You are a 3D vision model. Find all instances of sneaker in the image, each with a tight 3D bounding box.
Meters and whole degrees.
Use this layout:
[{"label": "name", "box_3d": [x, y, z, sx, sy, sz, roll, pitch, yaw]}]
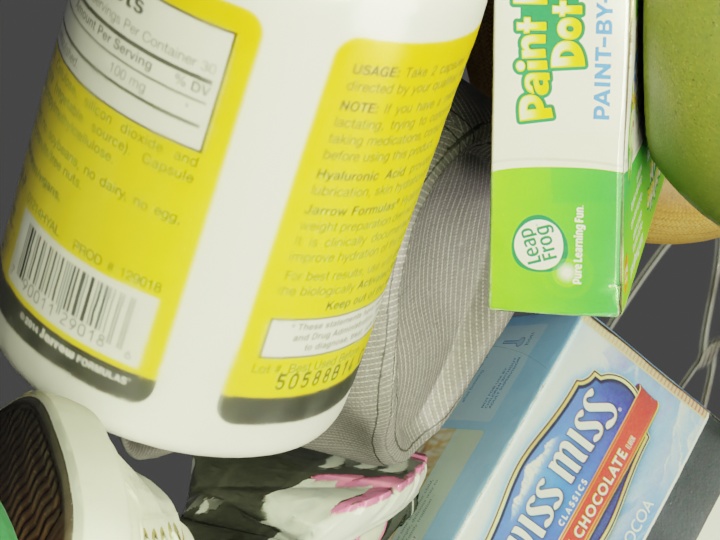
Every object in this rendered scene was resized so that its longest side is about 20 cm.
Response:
[{"label": "sneaker", "box_3d": [-0.040, 0.118, 0.827, 0.200, 0.080, 0.087, -30, 133, -60]}, {"label": "sneaker", "box_3d": [-0.070, 0.077, 0.609, 0.073, 0.084, 0.200, -64, -164, -2]}]

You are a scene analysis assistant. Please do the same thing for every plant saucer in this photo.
[{"label": "plant saucer", "box_3d": [0.105, -0.110, 0.680, 0.200, 0.031, 0.201, 2, 90, -79]}]

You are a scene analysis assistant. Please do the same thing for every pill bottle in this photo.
[{"label": "pill bottle", "box_3d": [-0.028, -0.058, 0.624, 0.111, 0.111, 0.200, -23, 139, -55]}]

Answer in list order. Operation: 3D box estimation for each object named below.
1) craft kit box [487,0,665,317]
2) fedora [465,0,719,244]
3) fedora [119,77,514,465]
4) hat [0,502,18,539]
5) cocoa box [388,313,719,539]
[{"label": "craft kit box", "box_3d": [0.075, -0.107, 0.710, 0.200, 0.048, 0.198, -53, 141, -71]}, {"label": "fedora", "box_3d": [0.119, -0.114, 0.867, 0.201, 0.200, 0.082, -64, -161, 10]}, {"label": "fedora", "box_3d": [0.000, 0.000, 0.781, 0.177, 0.090, 0.200, -33, 146, -48]}, {"label": "hat", "box_3d": [-0.170, 0.135, 0.519, 0.176, 0.165, 0.200, 116, -20, -49]}, {"label": "cocoa box", "box_3d": [0.058, 0.133, 0.936, 0.200, 0.131, 0.133, -58, -160, -18]}]
